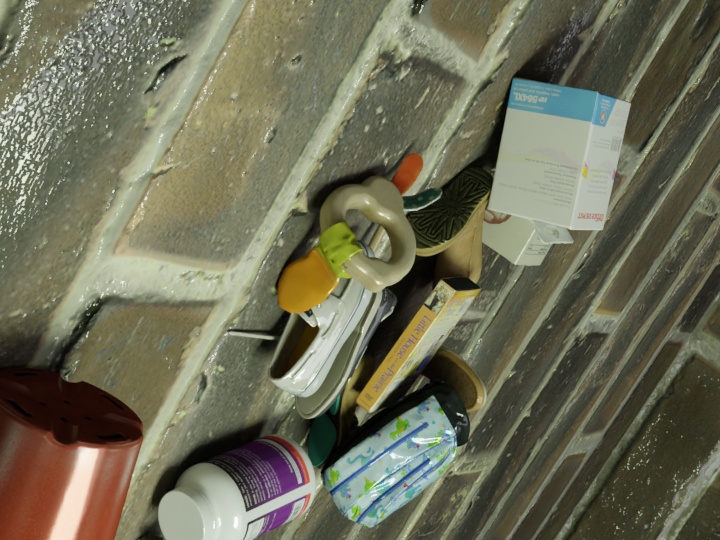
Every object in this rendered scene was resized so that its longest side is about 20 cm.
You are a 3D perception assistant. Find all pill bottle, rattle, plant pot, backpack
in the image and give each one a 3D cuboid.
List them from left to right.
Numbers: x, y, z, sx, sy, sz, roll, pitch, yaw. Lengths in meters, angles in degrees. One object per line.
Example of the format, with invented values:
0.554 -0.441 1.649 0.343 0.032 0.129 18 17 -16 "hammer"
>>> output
-0.295 0.206 1.081 0.200 0.200 0.197 4 112 -60 "plant pot"
-0.153 0.279 1.487 0.199 0.112 0.113 -14 134 -53 "pill bottle"
0.002 -0.040 1.410 0.143 0.129 0.201 -62 -178 43 "rattle"
0.043 0.248 1.605 0.198 0.155 0.163 -19 173 -14 "backpack"

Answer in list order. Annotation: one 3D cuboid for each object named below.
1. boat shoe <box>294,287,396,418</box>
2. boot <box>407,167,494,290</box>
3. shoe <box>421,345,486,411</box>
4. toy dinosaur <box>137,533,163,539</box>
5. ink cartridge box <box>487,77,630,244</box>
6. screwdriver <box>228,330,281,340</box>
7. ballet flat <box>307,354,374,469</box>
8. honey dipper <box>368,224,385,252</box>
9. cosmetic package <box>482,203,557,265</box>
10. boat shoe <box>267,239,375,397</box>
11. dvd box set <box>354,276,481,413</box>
-0.015 0.105 1.544 0.063 0.072 0.201 20 101 -49 "boat shoe"
0.118 -0.021 1.630 0.175 0.066 0.201 -38 152 -29 "boot"
0.126 0.140 1.699 0.053 0.200 0.071 -2 109 -29 "shoe"
-0.268 0.395 1.506 0.102 0.077 0.201 7 122 -48 "toy dinosaur"
0.259 -0.139 1.586 0.128 0.124 0.202 -1 104 -59 "ink cartridge box"
-0.094 0.080 1.441 0.029 0.028 0.200 -29 159 19 "screwdriver"
-0.022 0.195 1.646 0.063 0.069 0.201 -6 132 -27 "ballet flat"
0.000 0.000 1.472 0.201 0.038 0.038 -62 154 2 "honey dipper"
0.256 -0.114 1.722 0.103 0.087 0.201 2 120 -61 "cosmetic package"
-0.050 0.050 1.421 0.070 0.071 0.201 29 89 -50 "boat shoe"
0.079 0.097 1.612 0.201 0.029 0.146 -56 165 12 "dvd box set"
